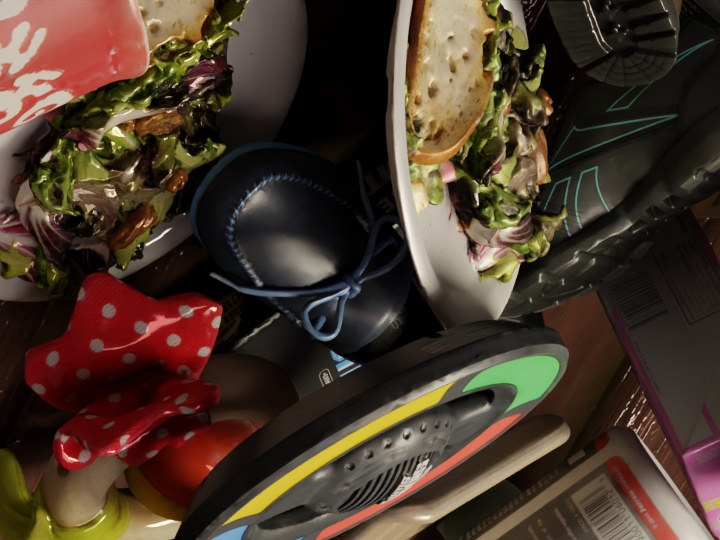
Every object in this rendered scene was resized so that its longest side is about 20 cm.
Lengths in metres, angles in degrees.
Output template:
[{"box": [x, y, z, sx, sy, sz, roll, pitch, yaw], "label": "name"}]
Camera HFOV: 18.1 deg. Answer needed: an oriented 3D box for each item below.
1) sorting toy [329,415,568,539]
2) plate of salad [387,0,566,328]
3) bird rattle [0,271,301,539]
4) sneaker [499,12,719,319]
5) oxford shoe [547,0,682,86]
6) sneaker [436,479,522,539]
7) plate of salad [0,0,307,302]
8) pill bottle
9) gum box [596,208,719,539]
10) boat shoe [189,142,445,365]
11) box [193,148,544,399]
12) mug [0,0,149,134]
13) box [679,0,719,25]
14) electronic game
[{"box": [0.003, 0.148, 1.242, 0.200, 0.037, 0.185, -40, 170, 32], "label": "sorting toy"}, {"box": [0.058, -0.070, 1.023, 0.200, 0.048, 0.201, -1, 90, -69], "label": "plate of salad"}, {"box": [-0.100, 0.079, 1.053, 0.163, 0.113, 0.200, -6, 135, -43], "label": "bird rattle"}, {"box": [0.124, -0.047, 1.133, 0.200, 0.079, 0.075, -37, 160, 24], "label": "sneaker"}, {"box": [0.107, -0.187, 1.044, 0.200, 0.072, 0.085, 72, 28, -42], "label": "oxford shoe"}, {"box": [0.120, 0.202, 1.444, 0.074, 0.118, 0.200, -46, 149, 0], "label": "sneaker"}, {"box": [-0.099, -0.060, 0.967, 0.200, 0.048, 0.200, -30, 145, -23], "label": "plate of salad"}, {"box": [0.103, 0.189, 1.288, 0.200, 0.116, 0.116, -36, 148, 5], "label": "pill bottle"}, {"box": [0.175, 0.031, 1.244, 0.066, 0.200, 0.114, -25, 147, 4], "label": "gum box"}, {"box": [0.000, 0.000, 1.048, 0.084, 0.069, 0.200, -52, 143, 8], "label": "boat shoe"}, {"box": [0.000, 0.036, 1.188, 0.198, 0.050, 0.200, -37, 147, -13], "label": "box"}, {"box": [-0.201, -0.098, 0.773, 0.200, 0.178, 0.133, -31, -178, -13], "label": "mug"}, {"box": [0.246, -0.127, 1.130, 0.132, 0.200, 0.115, -32, 147, -18], "label": "box"}, {"box": [0.006, 0.083, 1.017, 0.200, 0.042, 0.200, -28, 164, -9], "label": "electronic game"}]
